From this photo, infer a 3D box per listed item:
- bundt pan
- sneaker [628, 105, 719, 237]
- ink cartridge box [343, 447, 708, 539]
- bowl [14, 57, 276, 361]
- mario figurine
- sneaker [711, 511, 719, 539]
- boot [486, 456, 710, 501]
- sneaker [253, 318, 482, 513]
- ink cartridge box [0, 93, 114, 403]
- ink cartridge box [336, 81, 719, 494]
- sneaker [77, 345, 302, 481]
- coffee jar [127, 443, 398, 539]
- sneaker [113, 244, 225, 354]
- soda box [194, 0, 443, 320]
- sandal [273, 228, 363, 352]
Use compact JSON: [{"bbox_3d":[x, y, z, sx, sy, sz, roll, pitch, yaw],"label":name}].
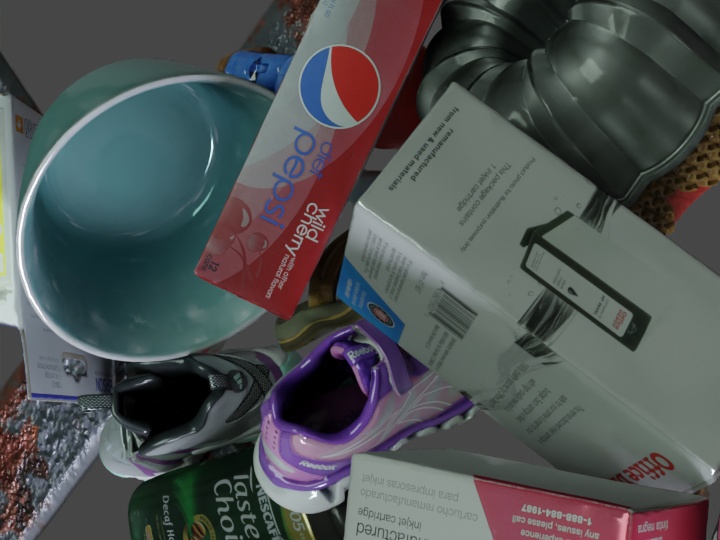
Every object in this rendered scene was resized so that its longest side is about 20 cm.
[{"bbox_3d":[0.108,-0.123,0.710,0.201,0.076,0.203,-33,38,30],"label":"bundt pan"},{"bbox_3d":[0.158,-0.077,0.725,0.200,0.075,0.090,-47,54,19],"label":"sneaker"},{"bbox_3d":[0.064,0.190,0.586,0.144,0.084,0.202,5,89,38],"label":"ink cartridge box"},{"bbox_3d":[-0.131,-0.053,0.837,0.202,0.200,0.105,-61,39,17],"label":"bowl"},{"bbox_3d":[-0.007,-0.107,0.871,0.199,0.106,0.124,7,127,48],"label":"mario figurine"},{"bbox_3d":[0.179,0.171,0.556,0.075,0.080,0.202,-132,49,-76],"label":"sneaker"},{"bbox_3d":[0.095,0.138,0.742,0.199,0.074,0.076,-22,98,28],"label":"boot"},{"bbox_3d":[0.020,0.056,0.766,0.200,0.089,0.081,-36,58,-13],"label":"sneaker"},{"bbox_3d":[-0.226,-0.004,0.948,0.047,0.198,0.202,-3,82,6],"label":"ink cartridge box"},{"bbox_3d":[0.092,0.022,0.650,0.199,0.146,0.084,37,72,6],"label":"ink cartridge box"},{"bbox_3d":[-0.147,0.097,0.907,0.199,0.139,0.078,-28,71,33],"label":"sneaker"},{"bbox_3d":[-0.059,0.159,0.869,0.199,0.085,0.105,-28,71,33],"label":"coffee jar"},{"bbox_3d":[-0.160,-0.032,0.951,0.075,0.104,0.202,-22,73,38],"label":"sneaker"},{"bbox_3d":[-0.023,-0.078,0.753,0.063,0.070,0.201,25,100,-3],"label":"soda box"},{"bbox_3d":[0.000,0.000,0.815,0.200,0.080,0.054,-27,90,53],"label":"sandal"}]
